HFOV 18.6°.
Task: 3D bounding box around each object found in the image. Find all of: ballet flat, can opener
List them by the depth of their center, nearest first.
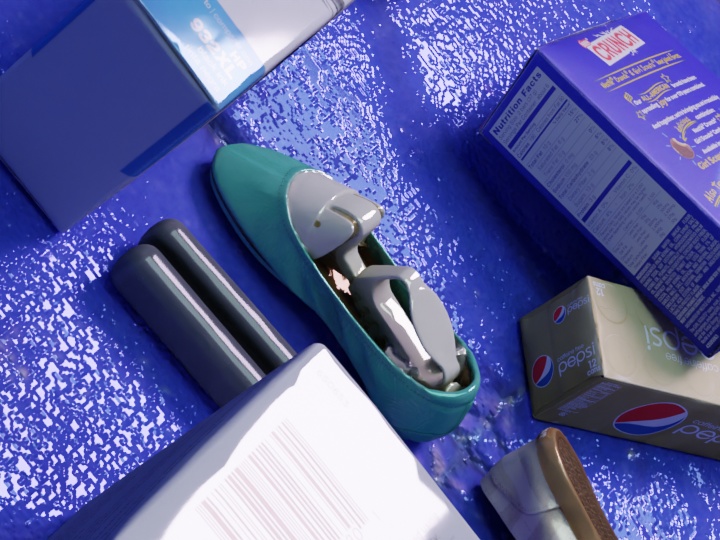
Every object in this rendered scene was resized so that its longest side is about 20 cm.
[{"bbox_3d":[-0.039,0.053,1.129,0.200,0.067,0.053,49,42,-7],"label":"can opener"},{"bbox_3d":[0.000,0.000,1.195,0.201,0.070,0.067,53,43,-2],"label":"ballet flat"}]

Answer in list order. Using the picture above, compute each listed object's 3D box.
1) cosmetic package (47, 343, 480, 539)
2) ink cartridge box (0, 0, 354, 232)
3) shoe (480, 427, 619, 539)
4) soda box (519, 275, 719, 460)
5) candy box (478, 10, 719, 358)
[{"bbox_3d":[-0.063,0.170,0.935,0.167,0.200,0.167,51,43,-4],"label":"cosmetic package"},{"bbox_3d":[-0.086,-0.125,1.138,0.084,0.145,0.200,51,42,-5],"label":"ink cartridge box"},{"bbox_3d":[0.132,0.186,1.222,0.201,0.053,0.070,62,10,1],"label":"shoe"},{"bbox_3d":[0.192,0.064,1.336,0.199,0.064,0.068,15,56,-36],"label":"soda box"},{"bbox_3d":[0.193,-0.059,1.351,0.200,0.077,0.169,46,32,13],"label":"candy box"}]
